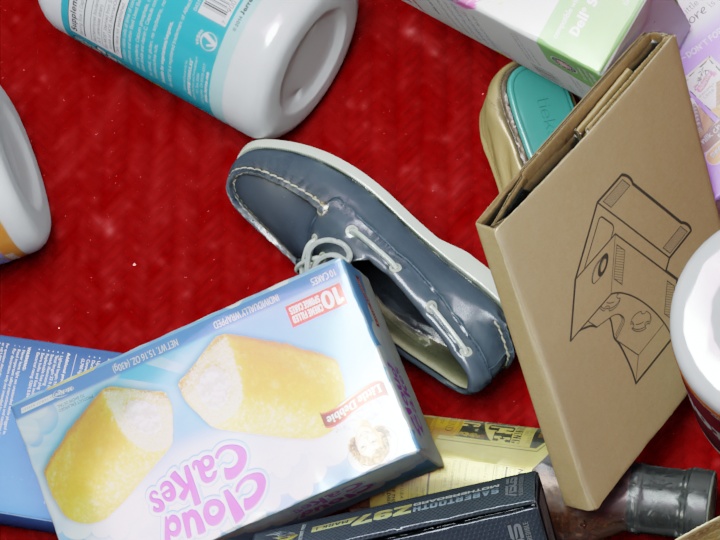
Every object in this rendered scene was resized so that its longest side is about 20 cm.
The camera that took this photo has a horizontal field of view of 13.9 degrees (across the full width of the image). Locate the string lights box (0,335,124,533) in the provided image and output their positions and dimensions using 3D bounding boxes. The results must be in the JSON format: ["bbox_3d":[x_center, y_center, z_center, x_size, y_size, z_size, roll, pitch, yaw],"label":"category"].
[{"bbox_3d":[-0.168,0.096,1.661,0.199,0.059,0.103,8,77,14],"label":"string lights box"}]

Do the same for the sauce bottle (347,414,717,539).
[{"bbox_3d":[0.093,0.117,1.601,0.199,0.066,0.066,6,76,11],"label":"sauce bottle"}]

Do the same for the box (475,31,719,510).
[{"bbox_3d":[0.134,0.002,1.528,0.021,0.200,0.164,16,50,36],"label":"box"}]

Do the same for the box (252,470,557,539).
[{"bbox_3d":[0.041,0.218,1.540,0.157,0.051,0.200,-13,105,8],"label":"box"}]

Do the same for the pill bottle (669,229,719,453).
[{"bbox_3d":[0.222,0.048,1.520,0.113,0.200,0.113,-3,74,11],"label":"pill bottle"}]

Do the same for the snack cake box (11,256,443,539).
[{"bbox_3d":[-0.071,0.088,1.574,0.200,0.067,0.115,-24,75,8],"label":"snack cake box"}]

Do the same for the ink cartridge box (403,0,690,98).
[{"bbox_3d":[0.070,-0.163,1.579,0.200,0.117,0.067,30,88,17],"label":"ink cartridge box"}]

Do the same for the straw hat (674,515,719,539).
[{"bbox_3d":[0.216,0.174,1.544,0.201,0.201,0.085,-14,31,7],"label":"straw hat"}]

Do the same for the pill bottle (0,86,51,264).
[{"bbox_3d":[-0.288,-0.033,1.695,0.200,0.112,0.112,-20,72,6],"label":"pill bottle"}]

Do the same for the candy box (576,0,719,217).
[{"bbox_3d":[0.190,-0.150,1.649,0.168,0.072,0.200,-42,71,-1],"label":"candy box"}]

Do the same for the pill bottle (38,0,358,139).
[{"bbox_3d":[-0.109,-0.165,1.695,0.200,0.111,0.111,30,82,18],"label":"pill bottle"}]

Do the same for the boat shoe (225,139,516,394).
[{"bbox_3d":[0.000,0.000,1.644,0.200,0.075,0.062,37,55,11],"label":"boat shoe"}]

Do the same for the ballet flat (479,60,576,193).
[{"bbox_3d":[0.114,-0.020,1.638,0.068,0.063,0.200,-6,70,-24],"label":"ballet flat"}]
